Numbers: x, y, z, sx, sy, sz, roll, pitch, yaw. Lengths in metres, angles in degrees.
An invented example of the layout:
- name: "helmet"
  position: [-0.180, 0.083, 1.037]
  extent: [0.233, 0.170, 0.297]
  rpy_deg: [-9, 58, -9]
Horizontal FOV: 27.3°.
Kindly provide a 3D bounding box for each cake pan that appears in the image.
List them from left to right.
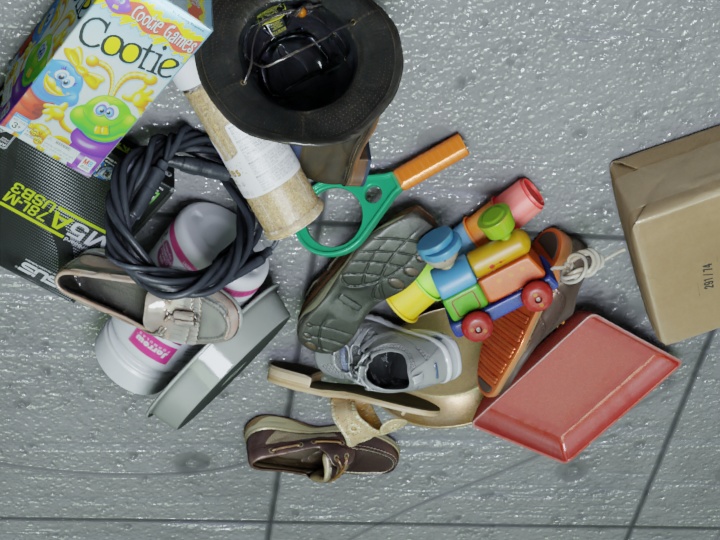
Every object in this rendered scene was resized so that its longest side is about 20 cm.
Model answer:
- name: "cake pan"
  position: [-0.147, 0.097, 1.584]
  extent: [0.037, 0.200, 0.200]
  rpy_deg: [45, 119, 2]

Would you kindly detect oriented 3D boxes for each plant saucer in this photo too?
- name: "plant saucer"
  position: [0.106, 0.104, 1.725]
  extent: [0.197, 0.036, 0.202]
  rpy_deg: [-4, 132, -4]
- name: "plant saucer"
  position: [0.249, 0.132, 1.738]
  extent: [0.200, 0.037, 0.199]
  rpy_deg: [-45, 137, 21]

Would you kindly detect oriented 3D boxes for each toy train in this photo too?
- name: "toy train"
  position: [0.163, -0.022, 1.532]
  extent: [0.198, 0.085, 0.116]
  rpy_deg: [-27, 119, 9]

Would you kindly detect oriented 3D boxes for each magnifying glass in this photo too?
- name: "magnifying glass"
  position: [0.021, -0.082, 1.534]
  extent: [0.198, 0.080, 0.022]
  rpy_deg: [-30, 165, 7]

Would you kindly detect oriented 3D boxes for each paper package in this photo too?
- name: "paper package"
  position: [0.380, -0.043, 1.588]
  extent: [0.188, 0.104, 0.201]
  rpy_deg: [-19, 131, 7]

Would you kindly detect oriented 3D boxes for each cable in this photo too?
- name: "cable"
  position: [-0.170, -0.056, 1.439]
  extent: [0.051, 0.199, 0.165]
  rpy_deg: [-24, 93, 48]

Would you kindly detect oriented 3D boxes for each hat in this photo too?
- name: "hat"
  position: [-0.056, -0.182, 1.362]
  extent: [0.197, 0.203, 0.081]
  rpy_deg: [-6, 154, -2]

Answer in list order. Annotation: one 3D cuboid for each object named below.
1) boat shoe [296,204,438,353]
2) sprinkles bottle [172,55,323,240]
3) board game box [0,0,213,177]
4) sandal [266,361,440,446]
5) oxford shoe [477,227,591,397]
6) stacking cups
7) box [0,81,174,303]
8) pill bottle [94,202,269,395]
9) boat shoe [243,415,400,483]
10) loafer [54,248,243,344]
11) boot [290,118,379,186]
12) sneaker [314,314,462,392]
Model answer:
- name: "boat shoe"
  position: [0.000, 0.000, 1.594]
  extent: [0.075, 0.074, 0.200]
  rpy_deg: [37, 112, -26]
- name: "sprinkles bottle"
  position: [-0.109, -0.129, 1.424]
  extent: [0.068, 0.068, 0.201]
  rpy_deg: [-25, 110, 15]
- name: "board game box"
  position: [-0.234, -0.204, 1.357]
  extent: [0.102, 0.106, 0.200]
  rpy_deg: [29, 121, -29]
- name: "sandal"
  position: [-0.012, 0.163, 1.683]
  extent: [0.209, 0.077, 0.071]
  rpy_deg: [14, 97, 18]
- name: "oxford shoe"
  position: [0.197, 0.056, 1.638]
  extent: [0.072, 0.071, 0.202]
  rpy_deg: [21, 104, -32]
- name: "stacking cups"
  position: [0.112, -0.022, 1.595]
  extent: [0.199, 0.061, 0.060]
  rpy_deg: [-38, 126, 25]
- name: "box"
  position: [-0.320, -0.078, 1.497]
  extent: [0.199, 0.048, 0.193]
  rpy_deg: [31, 120, -30]
- name: "pill bottle"
  position: [-0.193, 0.034, 1.568]
  extent: [0.112, 0.114, 0.200]
  rpy_deg: [24, 124, -26]
- name: "boat shoe"
  position: [-0.044, 0.229, 1.791]
  extent: [0.197, 0.073, 0.073]
  rpy_deg: [13, 129, -19]
- name: "loafer"
  position: [-0.214, 0.034, 1.475]
  extent: [0.198, 0.063, 0.073]
  rpy_deg: [18, 111, 22]
- name: "boot"
  position: [-0.033, -0.160, 1.445]
  extent: [0.095, 0.075, 0.202]
  rpy_deg: [-1, 134, -11]
- name: "sneaker"
  position: [0.014, 0.094, 1.625]
  extent: [0.198, 0.081, 0.076]
  rpy_deg: [-2, 103, 44]
